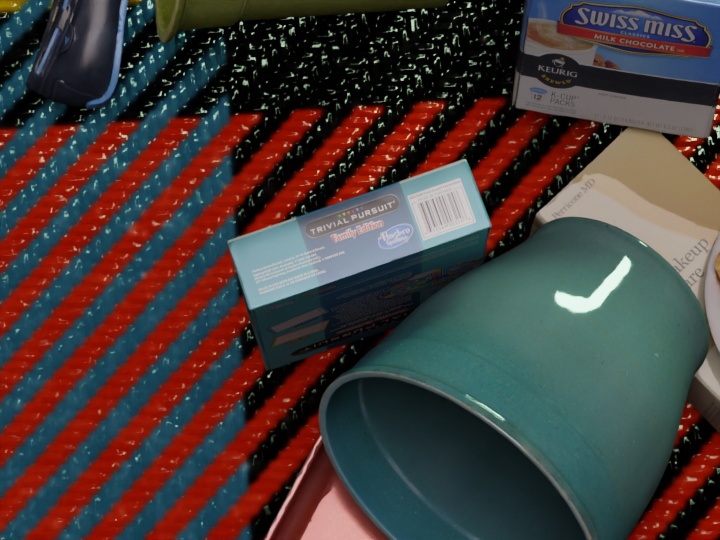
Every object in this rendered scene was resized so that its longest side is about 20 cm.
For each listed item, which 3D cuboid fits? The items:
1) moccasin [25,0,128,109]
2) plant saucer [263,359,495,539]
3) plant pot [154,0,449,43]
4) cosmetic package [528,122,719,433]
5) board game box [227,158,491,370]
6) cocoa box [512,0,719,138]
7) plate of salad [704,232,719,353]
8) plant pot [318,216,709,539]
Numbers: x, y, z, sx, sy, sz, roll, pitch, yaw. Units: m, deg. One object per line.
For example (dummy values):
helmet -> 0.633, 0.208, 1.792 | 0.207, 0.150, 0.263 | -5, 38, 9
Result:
moccasin -> -0.186, -0.211, 1.599 | 0.068, 0.080, 0.201 | 7, 76, -10
plant saucer -> 0.044, 0.187, 1.533 | 0.199, 0.037, 0.200 | 27, 78, 6
plant pot -> -0.030, -0.241, 1.568 | 0.189, 0.200, 0.201 | 4, 77, -12
cosmetic package -> 0.214, 0.008, 1.552 | 0.200, 0.071, 0.105 | 44, 81, 9
board game box -> 0.000, 0.000, 1.491 | 0.151, 0.200, 0.047 | -19, 78, -4
cocoa box -> 0.179, -0.209, 1.537 | 0.133, 0.131, 0.200 | 10, 55, 4
plate of salad -> 0.313, 0.011, 1.476 | 0.199, 0.048, 0.201 | -3, 61, 5
plant pot -> 0.108, 0.075, 1.452 | 0.200, 0.200, 0.188 | 37, 59, 8
